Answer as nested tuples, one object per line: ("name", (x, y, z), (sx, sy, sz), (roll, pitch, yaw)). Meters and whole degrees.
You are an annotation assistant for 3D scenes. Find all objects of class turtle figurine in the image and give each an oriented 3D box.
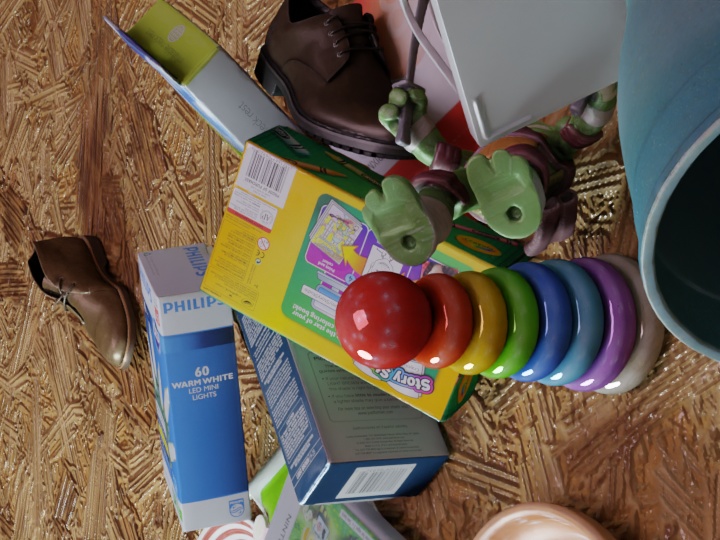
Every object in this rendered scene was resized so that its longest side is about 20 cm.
("turtle figurine", (0.073, -0.094, 0.913), (0.143, 0.194, 0.201), (18, 117, 12))

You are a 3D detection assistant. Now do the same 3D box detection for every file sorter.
("file sorter", (0.112, -0.190, 0.825), (0.125, 0.199, 0.139), (59, 173, 47))

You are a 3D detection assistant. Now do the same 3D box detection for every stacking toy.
("stacking toy", (0.076, 0.028, 0.895), (0.085, 0.199, 0.086), (-8, 81, 57))

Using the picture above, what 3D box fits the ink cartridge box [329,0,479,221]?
("ink cartridge box", (0.031, -0.111, 1.122), (0.162, 0.050, 0.201), (-42, 50, 49))

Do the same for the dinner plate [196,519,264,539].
("dinner plate", (-0.099, 0.305, 1.316), (0.200, 0.024, 0.201), (-9, 79, 58))

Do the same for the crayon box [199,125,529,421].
("crayon box", (0.000, 0.000, 1.054), (0.199, 0.058, 0.119), (28, 116, 15))

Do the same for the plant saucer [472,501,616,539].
("plant saucer", (0.123, 0.242, 0.956), (0.200, 0.037, 0.201), (-8, 80, 57))

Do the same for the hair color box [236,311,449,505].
("hair color box", (-0.019, 0.068, 1.138), (0.061, 0.100, 0.201), (-57, 43, 43))

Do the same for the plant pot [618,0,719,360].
("plant pot", (0.205, -0.088, 0.712), (0.200, 0.199, 0.189), (-57, 29, 38))

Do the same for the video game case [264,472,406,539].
("video game case", (-0.020, 0.261, 1.148), (0.200, 0.022, 0.183), (37, 113, 47))

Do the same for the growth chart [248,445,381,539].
("growth chart", (-0.029, 0.207, 1.200), (0.145, 0.018, 0.200), (-58, 45, 26))

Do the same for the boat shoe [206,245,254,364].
("boat shoe", (-0.071, 0.036, 1.236), (0.202, 0.063, 0.074), (-119, 9, -50))

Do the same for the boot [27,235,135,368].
("boot", (-0.284, 0.032, 1.588), (0.200, 0.075, 0.074), (52, 128, 45))

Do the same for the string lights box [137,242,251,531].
("string lights box", (-0.130, 0.091, 1.237), (0.103, 0.059, 0.201), (-130, 33, -65))

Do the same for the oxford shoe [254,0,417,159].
("oxford shoe", (-0.013, -0.140, 1.093), (0.200, 0.072, 0.085), (44, 127, 43))

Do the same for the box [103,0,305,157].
("box", (-0.100, -0.128, 1.202), (0.048, 0.200, 0.122), (-46, 39, -2))
